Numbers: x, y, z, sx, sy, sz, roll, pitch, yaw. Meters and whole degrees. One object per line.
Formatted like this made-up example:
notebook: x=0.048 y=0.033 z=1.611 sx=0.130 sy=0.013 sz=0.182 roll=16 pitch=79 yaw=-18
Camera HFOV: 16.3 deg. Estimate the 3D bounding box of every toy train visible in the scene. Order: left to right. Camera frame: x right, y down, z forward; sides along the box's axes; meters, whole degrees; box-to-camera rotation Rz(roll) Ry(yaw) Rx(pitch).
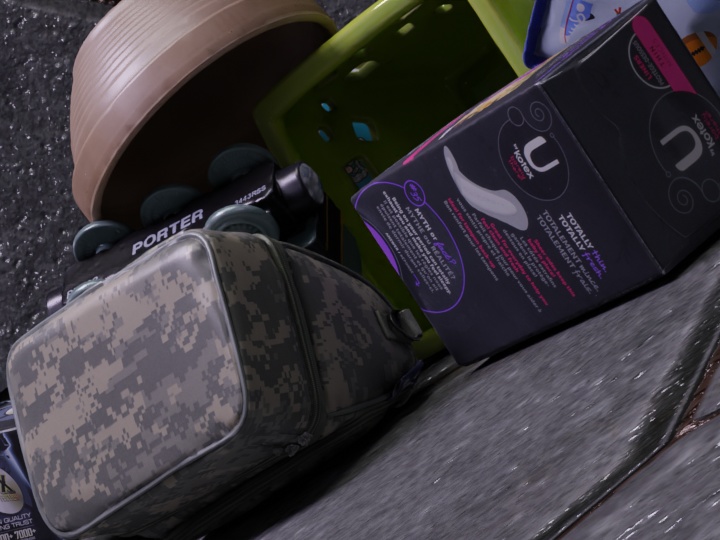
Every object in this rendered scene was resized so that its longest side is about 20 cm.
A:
toy train: x=-0.094 y=0.005 z=1.544 sx=0.199 sy=0.114 sz=0.086 roll=-27 pitch=36 yaw=20

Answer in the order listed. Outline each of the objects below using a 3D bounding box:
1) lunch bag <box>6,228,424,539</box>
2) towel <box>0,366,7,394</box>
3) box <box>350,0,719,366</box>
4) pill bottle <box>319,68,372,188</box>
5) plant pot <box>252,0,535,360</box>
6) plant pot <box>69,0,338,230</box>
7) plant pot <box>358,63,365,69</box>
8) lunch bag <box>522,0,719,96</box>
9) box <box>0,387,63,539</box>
lunch bag: x=-0.081 y=0.071 z=1.470 sx=0.199 sy=0.140 sz=0.167 roll=-33 pitch=-24 yaw=33
towel: x=-0.281 y=0.132 z=1.755 sx=0.048 sy=0.201 sz=0.172 roll=-7 pitch=42 yaw=7
box: x=0.106 y=-0.045 z=1.368 sx=0.106 sy=0.123 sz=0.200 roll=-37 pitch=5 yaw=-34
pill bottle: x=-0.004 y=-0.085 z=1.756 sx=0.198 sy=0.112 sz=0.111 roll=8 pitch=-6 yaw=-12
plant pot: x=0.086 y=-0.090 z=1.592 sx=0.199 sy=0.201 sz=0.181 roll=-34 pitch=-2 yaw=36
plant pot: x=-0.117 y=-0.121 z=1.595 sx=0.200 sy=0.093 sz=0.201 roll=-38 pitch=-16 yaw=-13
plant pot: x=0.025 y=-0.087 z=1.982 sx=0.200 sy=0.193 sz=0.200 roll=-35 pitch=4 yaw=3
lunch bag: x=0.217 y=-0.156 z=1.472 sx=0.170 sy=0.199 sz=0.125 roll=-47 pitch=-30 yaw=-59
box: x=-0.177 y=0.118 z=1.727 sx=0.162 sy=0.087 sz=0.200 roll=-14 pitch=8 yaw=10
